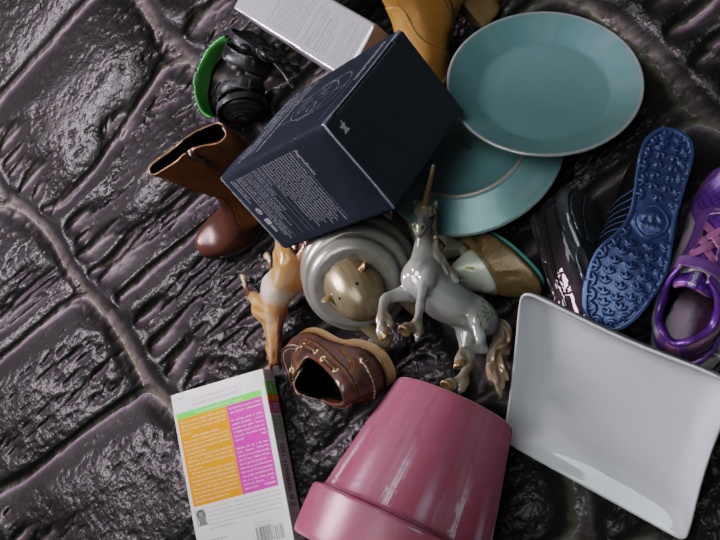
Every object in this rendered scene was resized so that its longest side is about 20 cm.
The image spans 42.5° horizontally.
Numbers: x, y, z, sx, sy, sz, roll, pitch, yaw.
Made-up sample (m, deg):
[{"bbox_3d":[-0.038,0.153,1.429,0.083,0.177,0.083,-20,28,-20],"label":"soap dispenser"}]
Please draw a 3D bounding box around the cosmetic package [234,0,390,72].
[{"bbox_3d":[-0.045,-0.282,1.095,0.199,0.101,0.074,36,98,31],"label":"cosmetic package"}]

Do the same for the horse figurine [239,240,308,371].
[{"bbox_3d":[-0.092,0.003,1.075,0.201,0.050,0.133,-59,36,36],"label":"horse figurine"}]

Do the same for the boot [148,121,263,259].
[{"bbox_3d":[-0.170,-0.083,1.074,0.187,0.200,0.069,-24,70,24],"label":"boot"}]

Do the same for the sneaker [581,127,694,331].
[{"bbox_3d":[0.263,-0.032,0.875,0.070,0.078,0.201,23,85,15],"label":"sneaker"}]

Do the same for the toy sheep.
[{"bbox_3d":[0.000,0.000,0.989,0.136,0.200,0.139,-1,108,-2],"label":"toy sheep"}]

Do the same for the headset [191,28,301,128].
[{"bbox_3d":[-0.153,-0.247,1.155,0.199,0.094,0.125,4,84,42],"label":"headset"}]

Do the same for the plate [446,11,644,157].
[{"bbox_3d":[0.187,-0.187,0.946,0.198,0.026,0.202,-3,56,4],"label":"plate"}]

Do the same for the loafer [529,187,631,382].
[{"bbox_3d":[0.216,0.021,0.916,0.063,0.071,0.202,-25,68,44],"label":"loafer"}]

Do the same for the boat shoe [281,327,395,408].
[{"bbox_3d":[-0.043,0.107,0.997,0.199,0.070,0.071,-5,112,61],"label":"boat shoe"}]

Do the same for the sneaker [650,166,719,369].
[{"bbox_3d":[0.316,-0.003,0.843,0.080,0.088,0.202,18,90,32],"label":"sneaker"}]

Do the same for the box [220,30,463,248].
[{"bbox_3d":[-0.021,-0.126,0.933,0.199,0.107,0.149,-16,32,53],"label":"box"}]

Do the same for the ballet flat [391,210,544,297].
[{"bbox_3d":[0.102,-0.025,0.975,0.072,0.068,0.200,-34,60,-17],"label":"ballet flat"}]

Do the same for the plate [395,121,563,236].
[{"bbox_3d":[0.114,-0.128,0.974,0.198,0.026,0.202,-12,57,18],"label":"plate"}]

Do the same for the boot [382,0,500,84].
[{"bbox_3d":[0.048,-0.270,0.999,0.202,0.144,0.071,-51,27,-2],"label":"boot"}]

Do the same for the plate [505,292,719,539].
[{"bbox_3d":[0.230,0.128,0.851,0.199,0.032,0.201,25,135,31],"label":"plate"}]

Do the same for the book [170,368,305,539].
[{"bbox_3d":[-0.145,0.231,1.097,0.133,0.048,0.202,-19,74,24],"label":"book"}]

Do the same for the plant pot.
[{"bbox_3d":[0.057,0.213,0.907,0.199,0.200,0.180,16,74,31],"label":"plant pot"}]

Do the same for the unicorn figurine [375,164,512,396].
[{"bbox_3d":[0.077,0.024,0.900,0.074,0.200,0.138,-15,35,45],"label":"unicorn figurine"}]
